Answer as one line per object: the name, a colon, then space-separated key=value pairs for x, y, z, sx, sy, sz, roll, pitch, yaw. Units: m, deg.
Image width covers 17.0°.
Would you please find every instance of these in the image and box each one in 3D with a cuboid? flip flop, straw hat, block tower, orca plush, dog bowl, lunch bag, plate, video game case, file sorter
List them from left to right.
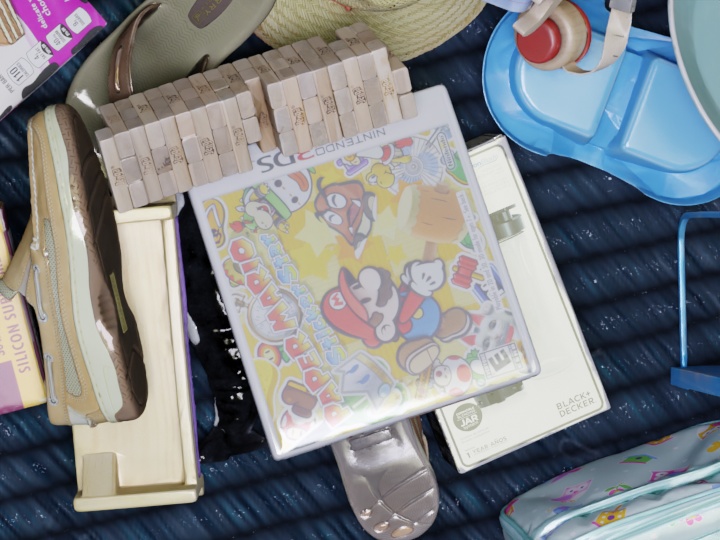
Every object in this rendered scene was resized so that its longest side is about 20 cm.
flip flop: x=-0.128 y=-0.131 z=1.555 sx=0.081 sy=0.058 sz=0.200 roll=41 pitch=113 yaw=-8
orca plush: x=-0.096 y=0.029 z=1.586 sx=0.105 sy=0.071 sz=0.201 roll=6 pitch=94 yaw=-8
block tower: x=-0.070 y=-0.100 z=1.523 sx=0.199 sy=0.058 sz=0.054 roll=-19 pitch=118 yaw=-9
video game case: x=0.000 y=0.000 z=1.548 sx=0.181 sy=0.023 sz=0.201 roll=-18 pitch=83 yaw=-6
straw hat: x=0.007 y=-0.208 z=1.549 sx=0.200 sy=0.085 sz=0.202 roll=-4 pitch=113 yaw=-9
dog bowl: x=0.173 y=-0.117 z=1.624 sx=0.199 sy=0.050 sz=0.112 roll=20 pitch=91 yaw=-8
lunch bag: x=0.199 y=0.165 z=1.593 sx=0.199 sy=0.160 sz=0.077 roll=-20 pitch=97 yaw=-5
plate: x=0.272 y=-0.139 z=1.605 sx=0.200 sy=0.026 sz=0.201 roll=16 pitch=62 yaw=-34
file sorter: x=0.322 y=0.020 z=1.612 sx=0.199 sy=0.139 sz=0.123 roll=-1 pitch=92 yaw=-8

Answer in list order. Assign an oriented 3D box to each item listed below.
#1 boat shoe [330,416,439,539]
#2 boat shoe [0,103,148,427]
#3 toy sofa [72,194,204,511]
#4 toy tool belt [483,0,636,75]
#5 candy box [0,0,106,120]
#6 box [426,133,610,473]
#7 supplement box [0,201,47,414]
boat shoe: x=0.001 y=0.081 z=1.605 sx=0.075 sy=0.072 sz=0.201 roll=-12 pitch=102 yaw=5
boat shoe: x=-0.188 y=0.000 z=1.477 sx=0.076 sy=0.072 sz=0.201 roll=-9 pitch=95 yaw=10
toy sofa: x=-0.150 y=0.052 z=1.562 sx=0.082 sy=0.098 sz=0.201 roll=-5 pitch=95 yaw=0
toy tool belt: x=0.109 y=-0.212 z=1.499 sx=0.125 sy=0.123 sz=0.201 roll=22 pitch=117 yaw=28
candy box: x=-0.280 y=-0.140 z=1.523 sx=0.136 sy=0.061 sz=0.200 roll=48 pitch=69 yaw=-9
box: x=0.076 y=0.020 z=1.615 sx=0.116 sy=0.060 sz=0.201 roll=-24 pitch=98 yaw=-5
supplement box: x=-0.309 y=0.042 z=1.541 sx=0.199 sy=0.103 sz=0.131 roll=-16 pitch=97 yaw=-6
